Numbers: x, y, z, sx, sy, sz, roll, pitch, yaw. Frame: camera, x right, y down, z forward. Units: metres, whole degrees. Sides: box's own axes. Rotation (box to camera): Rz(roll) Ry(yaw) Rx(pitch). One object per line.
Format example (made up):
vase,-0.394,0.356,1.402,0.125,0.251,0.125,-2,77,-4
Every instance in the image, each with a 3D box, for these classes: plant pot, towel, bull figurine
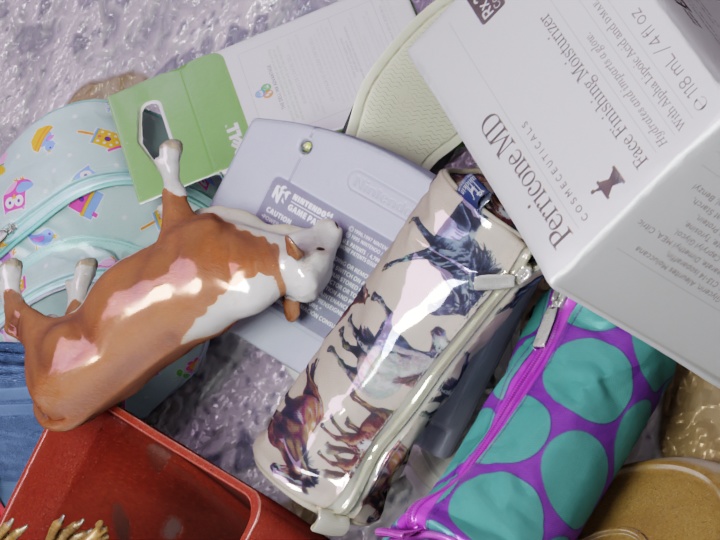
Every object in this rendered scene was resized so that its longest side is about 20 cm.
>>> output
plant pot,-0.094,0.207,1.491,0.200,0.176,0.201,26,89,48
towel,-0.173,0.130,1.609,0.111,0.201,0.049,-2,34,39
bull figurine,-0.109,0.007,1.461,0.200,0.065,0.122,-33,52,5
plant pot,0.123,0.161,1.341,0.200,0.028,0.200,-27,28,16

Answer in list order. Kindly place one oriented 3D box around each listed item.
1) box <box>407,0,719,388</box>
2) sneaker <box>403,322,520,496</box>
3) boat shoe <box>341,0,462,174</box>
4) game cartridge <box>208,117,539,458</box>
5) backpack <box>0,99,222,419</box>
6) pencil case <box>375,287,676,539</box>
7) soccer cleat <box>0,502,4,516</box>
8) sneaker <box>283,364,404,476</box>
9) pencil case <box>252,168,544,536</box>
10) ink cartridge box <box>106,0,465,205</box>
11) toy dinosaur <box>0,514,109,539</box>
box,0.161,-0.061,1.356,0.131,0.200,0.199,-46,44,17
sneaker,0.059,0.035,1.486,0.081,0.075,0.201,124,151,-63
boat shoe,0.018,-0.076,1.545,0.201,0.072,0.068,-61,11,1
game cartridge,0.000,0.000,1.469,0.200,0.041,0.134,31,101,28
backpack,-0.171,-0.002,1.675,0.200,0.176,0.154,-48,40,18
pencil case,0.086,0.095,1.362,0.085,0.093,0.200,-6,38,43
soccer cleat,-0.204,0.215,1.610,0.073,0.068,0.200,-31,95,25
sneaker,-0.002,0.044,1.577,0.088,0.075,0.200,-29,52,12
pencil case,0.025,0.042,1.382,0.200,0.078,0.089,-55,24,10
ink cartridge box,-0.046,-0.093,1.625,0.199,0.059,0.104,-22,49,1
toy dinosaur,-0.174,0.188,1.405,0.200,0.060,0.106,-39,48,26
